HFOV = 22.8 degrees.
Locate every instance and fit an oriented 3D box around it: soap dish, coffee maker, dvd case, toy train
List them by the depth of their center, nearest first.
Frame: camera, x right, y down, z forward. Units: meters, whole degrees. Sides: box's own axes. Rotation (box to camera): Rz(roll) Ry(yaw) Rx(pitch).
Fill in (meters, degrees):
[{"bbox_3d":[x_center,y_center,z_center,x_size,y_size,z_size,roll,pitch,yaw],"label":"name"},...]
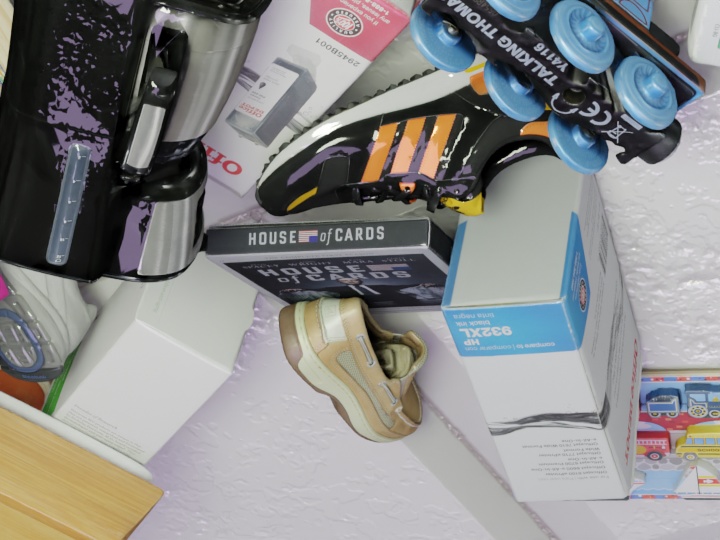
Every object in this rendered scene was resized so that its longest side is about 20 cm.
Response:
[{"bbox_3d":[-0.159,-0.110,0.999,0.192,0.135,0.200,28,127,9],"label":"coffee maker"},{"bbox_3d":[0.113,-0.143,1.034,0.200,0.114,0.087,34,138,-21],"label":"toy train"},{"bbox_3d":[0.000,0.000,1.205,0.150,0.025,0.200,-2,168,17],"label":"dvd case"},{"bbox_3d":[-0.268,0.172,1.326,0.200,0.081,0.157,29,133,-13],"label":"soap dish"}]

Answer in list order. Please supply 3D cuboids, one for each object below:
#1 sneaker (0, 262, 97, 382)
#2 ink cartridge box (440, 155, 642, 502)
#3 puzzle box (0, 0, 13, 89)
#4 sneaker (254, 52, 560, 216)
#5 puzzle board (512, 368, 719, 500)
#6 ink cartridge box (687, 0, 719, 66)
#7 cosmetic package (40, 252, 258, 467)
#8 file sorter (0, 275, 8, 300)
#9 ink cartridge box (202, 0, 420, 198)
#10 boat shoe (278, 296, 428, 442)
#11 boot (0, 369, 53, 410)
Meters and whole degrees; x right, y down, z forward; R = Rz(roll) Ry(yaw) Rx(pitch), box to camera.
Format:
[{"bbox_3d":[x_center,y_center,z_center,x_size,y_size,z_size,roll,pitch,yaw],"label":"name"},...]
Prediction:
[{"bbox_3d":[-0.256,-0.020,1.285,0.074,0.087,0.200,-8,115,30],"label":"sneaker"},{"bbox_3d":[0.127,0.039,1.198,0.084,0.145,0.200,-6,134,19],"label":"ink cartridge box"},{"bbox_3d":[-0.215,-0.121,1.135,0.025,0.133,0.200,-34,131,-10],"label":"puzzle box"},{"bbox_3d":[0.035,-0.065,1.100,0.200,0.090,0.070,-26,169,3],"label":"sneaker"},{"bbox_3d":[0.205,0.131,1.372,0.200,0.017,0.151,-2,135,16],"label":"puzzle board"},{"bbox_3d":[0.298,-0.175,1.007,0.200,0.050,0.161,11,137,6],"label":"ink cartridge box"},{"bbox_3d":[-0.161,0.068,1.327,0.085,0.108,0.200,29,133,-14],"label":"cosmetic package"},{"bbox_3d":[-0.375,-0.011,1.223,0.200,0.125,0.139,-2,118,36],"label":"file sorter"},{"bbox_3d":[-0.073,-0.155,1.089,0.146,0.085,0.200,31,136,-18],"label":"ink cartridge box"},{"bbox_3d":[0.015,0.072,1.289,0.076,0.072,0.200,-20,154,15],"label":"boat shoe"},{"bbox_3d":[-0.332,0.144,1.450,0.075,0.107,0.200,35,134,-25],"label":"boot"}]
